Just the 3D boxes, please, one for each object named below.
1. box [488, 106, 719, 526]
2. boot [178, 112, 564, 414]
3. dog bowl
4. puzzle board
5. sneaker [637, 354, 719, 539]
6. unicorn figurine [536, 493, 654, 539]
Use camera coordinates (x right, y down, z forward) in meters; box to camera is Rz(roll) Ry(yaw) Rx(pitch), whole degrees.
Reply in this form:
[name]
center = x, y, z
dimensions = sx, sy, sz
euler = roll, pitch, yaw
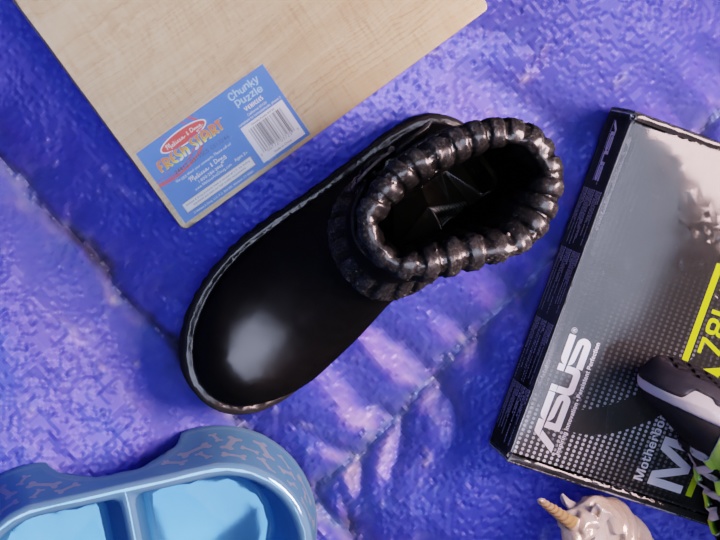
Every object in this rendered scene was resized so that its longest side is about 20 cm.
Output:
[box]
center = 0.193, 0.035, 1.167
dimensions = 0.193, 0.048, 0.200
euler = 19, 95, -16
[boot]
center = -0.001, -0.002, 1.066
dimensions = 0.079, 0.158, 0.211
euler = 44, 88, -14
[dog bowl]
center = -0.116, 0.150, 1.122
dimensions = 0.200, 0.050, 0.112
euler = -12, 100, -10
[puzzle board]
center = -0.056, -0.139, 1.108
dimensions = 0.200, 0.017, 0.151
euler = -36, 105, -3
[sneaker]
center = 0.210, 0.127, 1.127
dimensions = 0.200, 0.072, 0.083
euler = 39, 93, -16
[unicorn figurine]
center = 0.161, 0.200, 1.167
dimensions = 0.200, 0.074, 0.138
euler = 16, 100, -10
